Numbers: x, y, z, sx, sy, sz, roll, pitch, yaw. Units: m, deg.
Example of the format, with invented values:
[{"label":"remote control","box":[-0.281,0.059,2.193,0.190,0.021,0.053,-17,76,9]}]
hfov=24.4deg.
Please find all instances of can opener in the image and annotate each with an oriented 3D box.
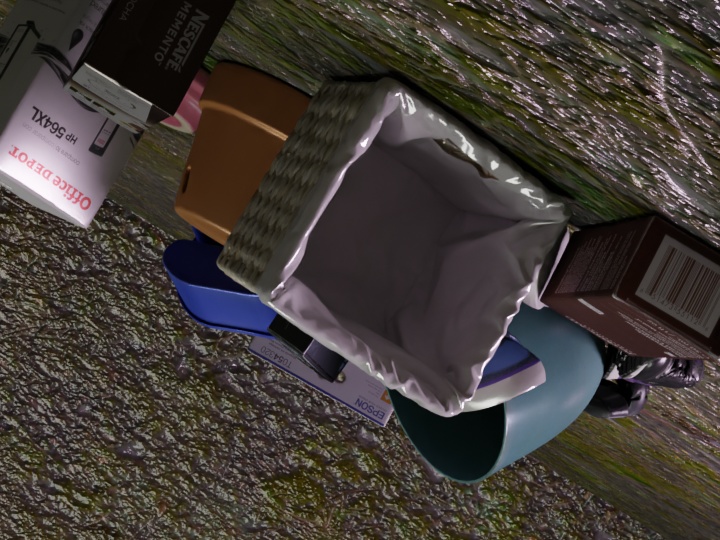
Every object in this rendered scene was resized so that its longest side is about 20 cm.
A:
[{"label":"can opener","box":[0.267,0.117,1.930,0.078,0.064,0.200,3,-164,-25]}]

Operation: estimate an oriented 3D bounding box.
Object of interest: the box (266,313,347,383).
[{"label":"box","box":[0.000,0.000,1.560,0.043,0.201,0.160,33,174,15]}]

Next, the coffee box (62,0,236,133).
[{"label":"coffee box","box":[-0.171,-0.182,1.331,0.079,0.114,0.200,30,174,-13]}]

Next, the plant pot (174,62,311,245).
[{"label":"plant pot","box":[-0.085,-0.084,1.571,0.199,0.141,0.200,29,174,3]}]

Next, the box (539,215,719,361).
[{"label":"box","box":[0.221,0.016,1.310,0.099,0.076,0.200,30,175,-7]}]

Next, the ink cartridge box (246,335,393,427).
[{"label":"ink cartridge box","box":[-0.006,0.057,2.010,0.195,0.201,0.043,29,173,9]}]

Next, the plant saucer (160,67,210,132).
[{"label":"plant saucer","box":[-0.224,-0.199,1.691,0.199,0.051,0.201,30,172,4]}]

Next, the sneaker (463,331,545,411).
[{"label":"sneaker","box":[0.074,0.038,1.450,0.199,0.080,0.148,1,111,64]}]

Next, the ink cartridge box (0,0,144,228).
[{"label":"ink cartridge box","box":[-0.262,-0.160,1.494,0.084,0.202,0.146,24,172,38]}]

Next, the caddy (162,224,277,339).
[{"label":"caddy","box":[-0.104,-0.008,1.701,0.198,0.143,0.105,10,151,23]}]

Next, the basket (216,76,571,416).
[{"label":"basket","box":[0.021,-0.023,1.333,0.197,0.201,0.161,32,174,-23]}]

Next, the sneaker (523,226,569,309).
[{"label":"sneaker","box":[0.120,-0.019,1.456,0.115,0.074,0.200,25,175,10]}]

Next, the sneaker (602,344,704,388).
[{"label":"sneaker","box":[0.284,0.073,1.551,0.086,0.077,0.200,14,176,2]}]

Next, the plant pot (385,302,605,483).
[{"label":"plant pot","box":[0.138,0.083,1.606,0.160,0.203,0.200,-17,-158,-32]}]
